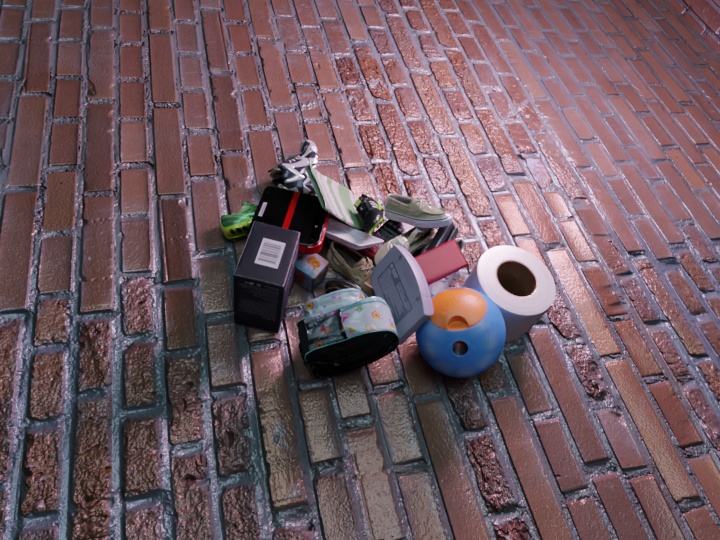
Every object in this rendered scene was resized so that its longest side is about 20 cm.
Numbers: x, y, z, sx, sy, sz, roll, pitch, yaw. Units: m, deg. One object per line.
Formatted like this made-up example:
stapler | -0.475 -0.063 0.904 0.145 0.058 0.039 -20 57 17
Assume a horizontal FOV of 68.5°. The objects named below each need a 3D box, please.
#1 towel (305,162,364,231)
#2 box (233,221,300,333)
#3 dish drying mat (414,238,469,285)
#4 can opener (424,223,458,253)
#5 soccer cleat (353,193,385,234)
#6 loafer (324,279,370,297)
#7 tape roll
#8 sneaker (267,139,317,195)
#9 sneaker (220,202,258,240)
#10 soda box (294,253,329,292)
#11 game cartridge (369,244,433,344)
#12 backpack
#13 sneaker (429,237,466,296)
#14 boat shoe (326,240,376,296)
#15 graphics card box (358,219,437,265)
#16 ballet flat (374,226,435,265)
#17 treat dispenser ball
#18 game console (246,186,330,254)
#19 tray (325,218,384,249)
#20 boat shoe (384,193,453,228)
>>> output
towel | -0.056 -0.184 1.371 0.200 0.023 0.153 27 34 -54
box | -0.207 0.019 1.165 0.107 0.200 0.149 14 53 -3
dish drying mat | 0.157 -0.002 1.287 0.199 0.018 0.077 -26 76 -2
can opener | 0.177 -0.040 1.336 0.066 0.053 0.200 21 75 50
soccer cleat | 0.018 -0.149 1.372 0.081 0.068 0.200 37 17 -12
loafer | -0.005 0.092 1.240 0.199 0.073 0.071 31 53 9
tape roll | 0.359 0.057 1.313 0.202 0.139 0.203 6 54 -9
sneaker | -0.189 -0.287 1.454 0.129 0.080 0.200 7 64 -19
sneaker | -0.262 -0.146 1.344 0.199 0.074 0.084 -23 68 -26
soda box | -0.176 -0.037 1.296 0.200 0.064 0.068 34 55 12
game cartridge | 0.092 0.048 1.190 0.040 0.133 0.201 8 47 -34
backpack | -0.022 0.129 1.128 0.199 0.176 0.154 -12 59 6
sneaker | 0.215 -0.010 1.362 0.070 0.080 0.201 28 56 4
boat shoe | 0.000 0.000 1.311 0.200 0.065 0.071 33 55 10
graphics card box | 0.100 -0.073 1.395 0.125 0.051 0.200 36 57 13
ballet flat | 0.116 -0.072 1.327 0.200 0.070 0.069 -33 68 -30
treat dispenser ball | 0.223 0.138 1.185 0.200 0.201 0.202 6 55 -9
game console | -0.168 -0.124 1.287 0.176 0.031 0.201 11 44 -1
tray | -0.048 -0.092 1.338 0.199 0.022 0.107 25 24 32
boat shoe | 0.140 -0.152 1.337 0.199 0.062 0.072 13 33 36
